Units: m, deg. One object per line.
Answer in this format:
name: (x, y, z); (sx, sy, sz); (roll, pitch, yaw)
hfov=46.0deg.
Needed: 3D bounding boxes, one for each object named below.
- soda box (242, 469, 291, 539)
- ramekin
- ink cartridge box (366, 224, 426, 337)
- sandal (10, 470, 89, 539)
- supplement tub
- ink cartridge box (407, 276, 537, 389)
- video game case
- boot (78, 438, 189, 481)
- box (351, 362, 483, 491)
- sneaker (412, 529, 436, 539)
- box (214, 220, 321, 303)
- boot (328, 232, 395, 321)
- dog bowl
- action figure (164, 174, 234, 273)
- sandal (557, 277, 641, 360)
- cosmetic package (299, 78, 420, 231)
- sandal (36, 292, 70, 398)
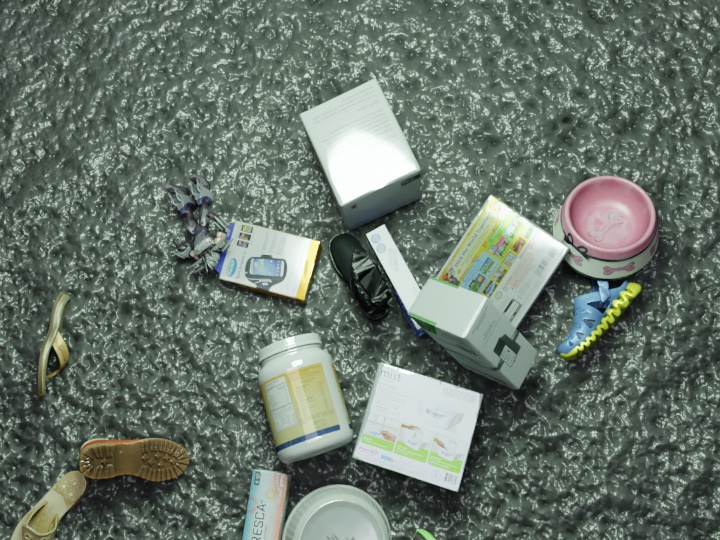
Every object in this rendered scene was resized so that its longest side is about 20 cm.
soda box: (-0.172, 0.463, 1.517); (0.067, 0.064, 0.205); (7, 77, 5)
ramekin: (-0.036, 0.477, 1.473); (0.198, 0.094, 0.207); (2, 78, -8)
ink cartridge box: (0.076, 0.021, 1.587); (0.044, 0.094, 0.202); (-28, 77, -3)
sandal: (-0.583, 0.455, 1.541); (0.077, 0.070, 0.213); (36, 82, 11)
supplement tub: (-0.104, 0.229, 1.525); (0.142, 0.145, 0.204); (-17, 76, -1)
ink cartridge box: (0.199, 0.111, 1.486); (0.145, 0.200, 0.084); (21, 73, 48)
video game case: (0.261, -0.008, 1.581); (0.181, 0.023, 0.202); (36, 98, 20)
boot: (-0.418, 0.338, 1.557); (0.196, 0.107, 0.077); (8, 86, -23)
box: (0.103, 0.281, 1.525); (0.196, 0.097, 0.180); (15, 78, 7)
sneaker: (0.132, 0.551, 1.472); (0.082, 0.077, 0.203); (-20, 76, -5)
box: (-0.184, -0.019, 1.642); (0.196, 0.042, 0.121); (14, 78, 9)
boot: (-0.001, 0.000, 1.561); (0.072, 0.163, 0.201); (-27, 77, -5)
dog bowl: (0.457, -0.087, 1.570); (0.195, 0.074, 0.204); (-3, 60, 6)
action figure: (-0.312, -0.084, 1.636); (0.129, 0.069, 0.203); (-29, 63, 15)
sandal: (0.426, 0.080, 1.566); (0.087, 0.080, 0.200); (41, 74, 15)
cosmetic package: (0.003, -0.214, 1.609); (0.162, 0.165, 0.203); (-24, 76, -2)
sandal: (-0.577, 0.145, 1.618); (0.053, 0.080, 0.204); (15, 73, -15)
